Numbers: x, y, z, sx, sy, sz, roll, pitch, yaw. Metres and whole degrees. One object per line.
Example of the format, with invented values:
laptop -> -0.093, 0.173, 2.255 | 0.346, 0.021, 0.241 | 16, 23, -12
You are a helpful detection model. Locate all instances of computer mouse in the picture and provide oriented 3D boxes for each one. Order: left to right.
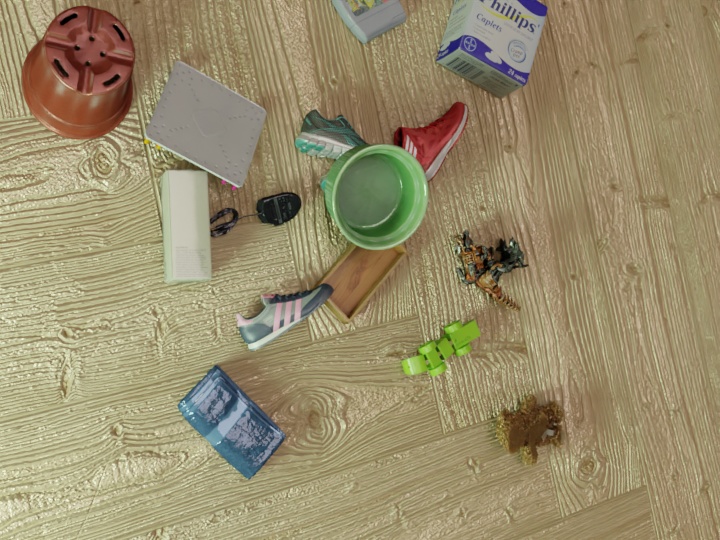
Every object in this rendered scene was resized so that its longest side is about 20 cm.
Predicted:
computer mouse -> -0.207, -0.108, 1.734 | 0.197, 0.034, 0.060 | -16, 107, -20

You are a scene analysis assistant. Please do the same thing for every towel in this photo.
towel -> -0.238, 0.284, 1.663 | 0.200, 0.048, 0.112 | 48, 69, -13

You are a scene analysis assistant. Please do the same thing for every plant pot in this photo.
plant pot -> -0.478, -0.349, 1.545 | 0.197, 0.195, 0.205 | 3, 83, -23

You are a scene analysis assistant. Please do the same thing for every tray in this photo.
tray -> 0.000, 0.000, 1.808 | 0.099, 0.037, 0.201 | 46, 70, -13

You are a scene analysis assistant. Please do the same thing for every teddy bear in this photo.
teddy bear -> 0.366, 0.340, 1.926 | 0.198, 0.066, 0.148 | -23, 103, -31

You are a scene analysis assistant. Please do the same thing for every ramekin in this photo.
ramekin -> 0.025, -0.149, 1.737 | 0.196, 0.098, 0.204 | -5, 106, -18

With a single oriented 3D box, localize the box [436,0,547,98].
box -> 0.288, -0.516, 1.956 | 0.181, 0.105, 0.204 | 23, 75, -21

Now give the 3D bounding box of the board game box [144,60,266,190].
board game box -> -0.288, -0.271, 1.677 | 0.198, 0.026, 0.203 | 27, 52, -20

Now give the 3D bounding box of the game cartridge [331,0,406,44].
game cartridge -> -0.001, -0.586, 1.873 | 0.132, 0.041, 0.202 | -32, 98, -20

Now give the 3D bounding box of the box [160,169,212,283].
box -> -0.323, -0.080, 1.654 | 0.081, 0.068, 0.205 | 0, 84, -24

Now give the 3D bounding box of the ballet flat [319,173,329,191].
ballet flat -> 0.005, -0.163, 1.822 | 0.197, 0.067, 0.065 | 21, 49, -21

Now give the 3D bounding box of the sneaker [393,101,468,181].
sneaker -> 0.144, -0.295, 1.883 | 0.115, 0.078, 0.202 | 34, 71, -18

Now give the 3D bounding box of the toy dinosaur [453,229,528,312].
toy dinosaur -> 0.279, -0.003, 1.919 | 0.135, 0.102, 0.202 | -37, 118, -8

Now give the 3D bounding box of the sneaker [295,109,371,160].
sneaker -> -0.032, -0.268, 1.804 | 0.197, 0.077, 0.093 | 15, 74, -23

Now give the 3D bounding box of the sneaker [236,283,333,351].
sneaker -> -0.145, 0.067, 1.703 | 0.198, 0.070, 0.083 | -34, 97, -13

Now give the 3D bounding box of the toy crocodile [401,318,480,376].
toy crocodile -> 0.172, 0.161, 1.859 | 0.198, 0.061, 0.068 | -32, 97, -28
